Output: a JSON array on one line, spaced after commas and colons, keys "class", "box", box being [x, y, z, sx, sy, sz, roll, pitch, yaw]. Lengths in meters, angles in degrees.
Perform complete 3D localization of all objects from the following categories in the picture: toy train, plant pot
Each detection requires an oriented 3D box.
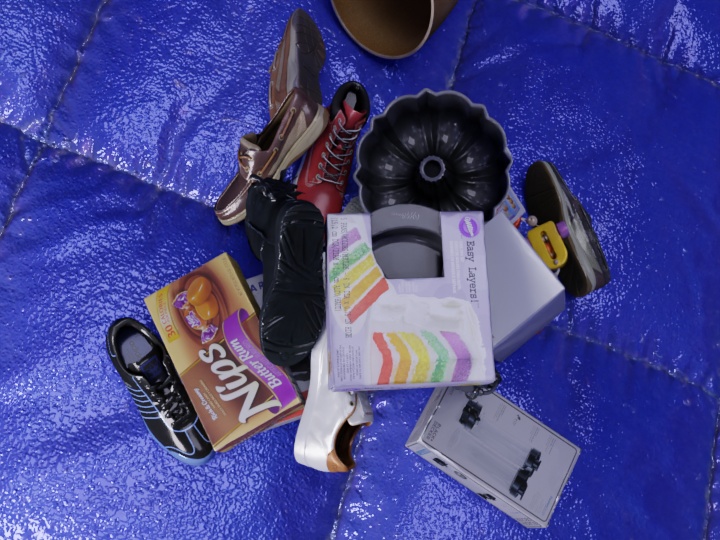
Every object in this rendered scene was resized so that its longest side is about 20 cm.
[{"class": "toy train", "box": [0.215, -0.009, 1.249, 0.148, 0.056, 0.204, 2, 82, 14]}, {"class": "plant pot", "box": [0.083, -0.433, 1.288, 0.187, 0.187, 0.200, 46, 55, 3]}]

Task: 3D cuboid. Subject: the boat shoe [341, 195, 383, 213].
[{"class": "boat shoe", "box": [0.000, 0.000, 1.178, 0.073, 0.062, 0.204, 1, 76, 5]}]

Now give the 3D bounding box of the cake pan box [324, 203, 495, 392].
[{"class": "cake pan box", "box": [0.052, 0.029, 0.992, 0.181, 0.052, 0.204, 0, 78, -7]}]

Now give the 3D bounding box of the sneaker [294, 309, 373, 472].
[{"class": "sneaker", "box": [-0.013, 0.130, 1.023, 0.084, 0.072, 0.204, 10, 90, 31]}]

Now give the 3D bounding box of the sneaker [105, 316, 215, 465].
[{"class": "sneaker", "box": [-0.238, 0.143, 1.064, 0.070, 0.078, 0.201, -37, 85, -22]}]

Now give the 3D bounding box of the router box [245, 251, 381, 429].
[{"class": "router box", "box": [-0.078, 0.087, 1.107, 0.197, 0.049, 0.182, -19, 78, 1]}]

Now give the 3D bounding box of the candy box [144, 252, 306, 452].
[{"class": "candy box", "box": [-0.159, 0.097, 1.059, 0.115, 0.057, 0.202, -28, 76, 0]}]

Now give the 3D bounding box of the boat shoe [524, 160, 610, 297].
[{"class": "boat shoe", "box": [0.296, -0.063, 1.279, 0.065, 0.072, 0.204, -12, 76, -29]}]

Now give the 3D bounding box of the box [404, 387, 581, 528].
[{"class": "box", "box": [0.171, 0.229, 1.155, 0.198, 0.060, 0.118, 32, 68, -3]}]

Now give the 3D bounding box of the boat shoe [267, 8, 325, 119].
[{"class": "boat shoe", "box": [-0.096, -0.280, 1.234, 0.076, 0.071, 0.202, 43, 38, -41]}]

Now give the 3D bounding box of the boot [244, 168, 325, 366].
[{"class": "boot", "box": [-0.096, -0.010, 1.039, 0.072, 0.162, 0.202, 1, 105, -22]}]

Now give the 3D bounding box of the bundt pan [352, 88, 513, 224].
[{"class": "bundt pan", "box": [0.093, -0.122, 1.139, 0.198, 0.076, 0.206, -1, 84, 8]}]

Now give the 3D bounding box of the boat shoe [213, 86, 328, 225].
[{"class": "boat shoe", "box": [-0.129, -0.148, 1.146, 0.200, 0.072, 0.072, -45, 126, 12]}]

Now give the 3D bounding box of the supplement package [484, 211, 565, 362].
[{"class": "supplement package", "box": [0.175, 0.027, 1.120, 0.119, 0.200, 0.122, -39, 75, 5]}]

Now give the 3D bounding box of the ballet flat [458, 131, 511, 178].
[{"class": "ballet flat", "box": [0.117, -0.163, 1.222, 0.197, 0.070, 0.070, 11, 67, 24]}]

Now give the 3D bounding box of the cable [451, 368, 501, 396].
[{"class": "cable", "box": [0.093, 0.071, 1.115, 0.199, 0.163, 0.051, 37, 107, -3]}]

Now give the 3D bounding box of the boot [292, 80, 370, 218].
[{"class": "boot", "box": [-0.036, -0.140, 1.170, 0.071, 0.144, 0.203, 13, 72, -17]}]

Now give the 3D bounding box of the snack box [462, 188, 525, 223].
[{"class": "snack box", "box": [0.130, -0.039, 1.198, 0.200, 0.024, 0.072, -44, 121, -4]}]
